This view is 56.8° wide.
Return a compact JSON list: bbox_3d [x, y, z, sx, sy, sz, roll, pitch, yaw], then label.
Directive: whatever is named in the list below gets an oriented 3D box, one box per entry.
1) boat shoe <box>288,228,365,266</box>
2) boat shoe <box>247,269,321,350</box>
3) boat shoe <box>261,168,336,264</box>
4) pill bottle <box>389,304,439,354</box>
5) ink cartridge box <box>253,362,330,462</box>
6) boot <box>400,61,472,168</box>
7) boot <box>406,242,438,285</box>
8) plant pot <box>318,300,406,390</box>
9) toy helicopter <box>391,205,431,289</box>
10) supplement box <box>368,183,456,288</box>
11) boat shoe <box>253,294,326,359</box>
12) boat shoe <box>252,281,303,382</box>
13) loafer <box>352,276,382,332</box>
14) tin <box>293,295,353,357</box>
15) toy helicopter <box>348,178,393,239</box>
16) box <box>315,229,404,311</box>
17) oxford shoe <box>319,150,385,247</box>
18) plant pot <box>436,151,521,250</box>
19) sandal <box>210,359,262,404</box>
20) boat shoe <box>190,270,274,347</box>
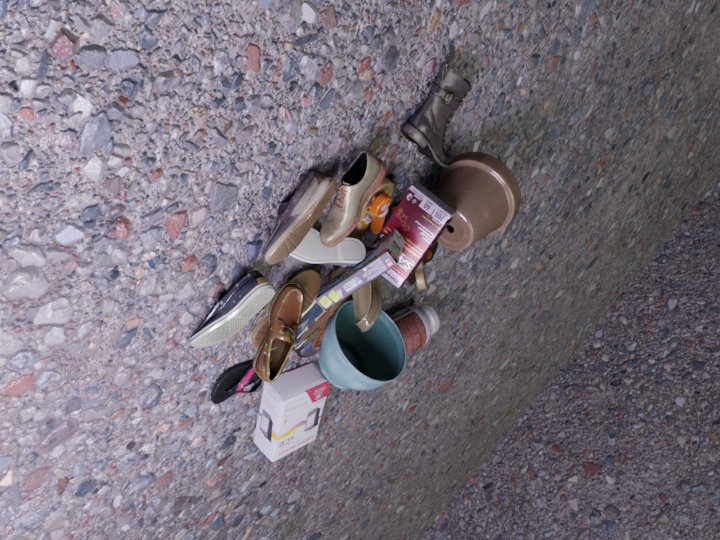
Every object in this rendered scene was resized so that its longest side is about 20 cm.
[{"bbox_3d":[-0.087,-0.041,1.341,0.198,0.074,0.062,7,161,-30],"label":"boat shoe"},{"bbox_3d":[-0.164,0.074,1.390,0.200,0.062,0.073,-48,121,-12],"label":"boat shoe"},{"bbox_3d":[-0.125,-0.103,1.256,0.201,0.065,0.072,-53,163,-3],"label":"boat shoe"},{"bbox_3d":[0.111,0.165,1.751,0.199,0.112,0.113,-25,138,-35],"label":"pill bottle"},{"bbox_3d":[-0.166,0.339,1.603,0.146,0.085,0.202,-18,133,-41],"label":"ink cartridge box"},{"bbox_3d":[0.183,-0.325,1.417,0.175,0.069,0.199,-54,145,4],"label":"boot"},{"bbox_3d":[0.130,-0.043,1.633,0.200,0.075,0.074,-49,133,-39],"label":"boot"},{"bbox_3d":[-0.012,0.188,1.511,0.199,0.202,0.134,-9,155,-46],"label":"plant pot"},{"bbox_3d":[0.126,-0.053,1.527,0.078,0.203,0.132,-9,166,7],"label":"toy helicopter"},{"bbox_3d":[0.103,-0.074,1.434,0.201,0.108,0.061,-56,170,21],"label":"supplement box"},{"bbox_3d":[-0.147,0.131,1.436,0.201,0.075,0.062,-50,117,-16],"label":"boat shoe"},{"bbox_3d":[-0.152,0.126,1.331,0.071,0.068,0.203,15,94,-29],"label":"boat shoe"},{"bbox_3d":[0.006,0.044,1.481,0.067,0.202,0.076,23,137,-21],"label":"loafer"},{"bbox_3d":[-0.082,0.117,1.539,0.199,0.042,0.113,-40,149,-19],"label":"tin"},{"bbox_3d":[0.010,-0.110,1.416,0.132,0.079,0.201,-22,148,-57],"label":"toy helicopter"},{"bbox_3d":[0.000,0.000,1.394,0.199,0.035,0.110,-34,-165,26],"label":"box"},{"bbox_3d":[-0.030,-0.141,1.286,0.202,0.070,0.075,-61,148,0],"label":"oxford shoe"},{"bbox_3d":[0.241,-0.141,1.508,0.175,0.198,0.202,-46,150,-39],"label":"plant pot"},{"bbox_3d":[-0.236,0.231,1.451,0.199,0.045,0.076,-27,140,-34],"label":"sandal"},{"bbox_3d":[-0.250,0.075,1.276,0.200,0.063,0.074,-41,153,11],"label":"boat shoe"}]
